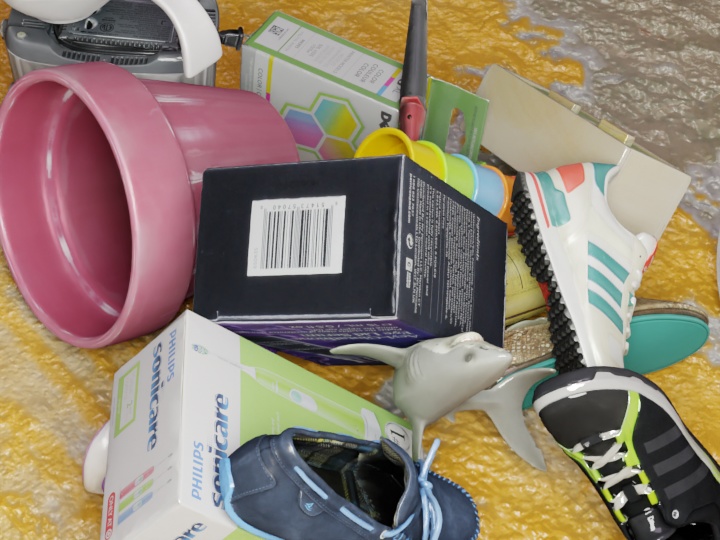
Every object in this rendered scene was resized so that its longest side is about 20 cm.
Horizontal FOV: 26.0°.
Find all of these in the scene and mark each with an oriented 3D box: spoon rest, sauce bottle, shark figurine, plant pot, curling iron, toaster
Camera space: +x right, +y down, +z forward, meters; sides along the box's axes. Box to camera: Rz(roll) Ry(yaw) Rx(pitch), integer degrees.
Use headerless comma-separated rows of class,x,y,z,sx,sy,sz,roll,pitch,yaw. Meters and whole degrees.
spoon rest,-0.192,-0.210,1.174,0.199,0.061,0.099,25,45,24
sauce bottle,0.138,0.000,1.197,0.199,0.066,0.066,-15,50,-38
shark figurine,0.055,0.097,1.029,0.127,0.214,0.090,-3,76,15
plant pot,-0.148,-0.059,1.153,0.178,0.201,0.200,-15,49,-40
curling iron,0.031,-0.122,1.195,0.049,0.026,0.201,17,71,-14
toaster,-0.190,-0.160,1.269,0.198,0.130,0.114,4,48,-3

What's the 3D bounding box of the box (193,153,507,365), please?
box,0.000,0.000,1.042,0.147,0.200,0.105,-2,77,26

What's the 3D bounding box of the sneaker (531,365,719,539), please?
sneaker,0.190,0.137,1.023,0.200,0.072,0.083,37,40,-30

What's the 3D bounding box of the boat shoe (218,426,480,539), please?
boat shoe,0.010,0.137,0.914,0.199,0.069,0.085,13,49,-46

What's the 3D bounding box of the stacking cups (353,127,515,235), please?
stacking cups,0.076,-0.057,1.176,0.199,0.061,0.061,14,31,-50

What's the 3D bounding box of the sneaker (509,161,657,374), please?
sneaker,0.175,0.015,1.098,0.093,0.070,0.201,-15,77,-9

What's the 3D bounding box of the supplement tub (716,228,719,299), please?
supplement tub,0.387,-0.004,1.186,0.198,0.145,0.145,-3,48,-10

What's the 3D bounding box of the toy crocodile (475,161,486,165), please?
toy crocodile,0.051,-0.020,1.222,0.068,0.062,0.200,53,50,-15

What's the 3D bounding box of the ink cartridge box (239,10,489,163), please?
ink cartridge box,-0.002,-0.124,1.276,0.199,0.104,0.059,24,49,15

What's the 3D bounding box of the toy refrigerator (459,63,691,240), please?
toy refrigerator,0.167,-0.097,1.236,0.076,0.070,0.200,19,15,-34

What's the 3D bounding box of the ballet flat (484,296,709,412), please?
ballet flat,0.165,0.051,1.164,0.199,0.071,0.065,-13,40,-21

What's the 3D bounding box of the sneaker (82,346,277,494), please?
sneaker,-0.099,0.100,1.083,0.088,0.081,0.200,34,57,14

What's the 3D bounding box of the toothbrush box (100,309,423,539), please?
toothbrush box,-0.055,0.138,0.976,0.199,0.086,0.146,30,38,-32
